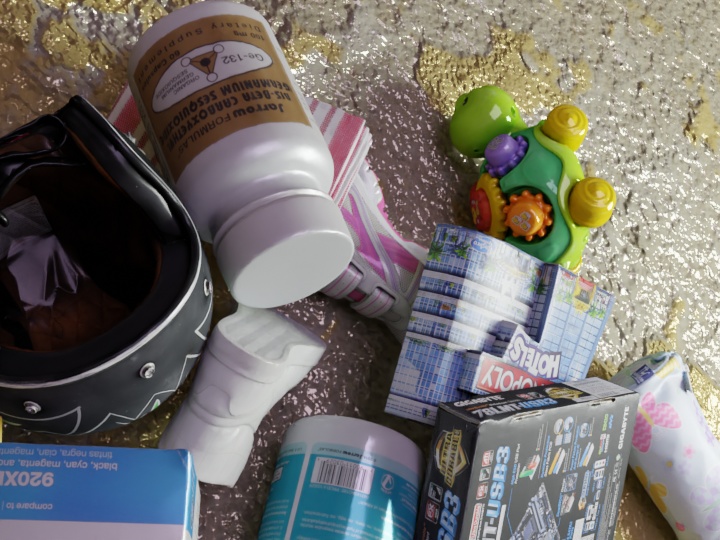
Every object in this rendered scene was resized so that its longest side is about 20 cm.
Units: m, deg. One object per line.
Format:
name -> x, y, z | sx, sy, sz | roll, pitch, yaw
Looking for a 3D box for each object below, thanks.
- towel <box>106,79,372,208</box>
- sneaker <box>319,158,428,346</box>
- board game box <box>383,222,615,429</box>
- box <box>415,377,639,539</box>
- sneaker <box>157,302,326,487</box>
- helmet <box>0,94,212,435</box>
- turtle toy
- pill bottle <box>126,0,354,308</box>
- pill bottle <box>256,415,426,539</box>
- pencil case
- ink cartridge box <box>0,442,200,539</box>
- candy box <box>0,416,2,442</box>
towel -> -0.104, -0.089, 0.856 | 0.199, 0.030, 0.147 | 21, 58, 5
sneaker -> 0.000, 0.000, 0.894 | 0.088, 0.081, 0.200 | -32, 82, -34
board game box -> 0.111, 0.088, 0.875 | 0.200, 0.062, 0.201 | 22, 80, -48
box -> 0.124, 0.189, 0.834 | 0.198, 0.050, 0.201 | -2, 104, -41
sneaker -> -0.089, 0.089, 0.787 | 0.074, 0.200, 0.116 | 30, 98, 8
helmet -> -0.188, 0.008, 0.697 | 0.200, 0.200, 0.191 | -40, 106, -35
turtle toy -> 0.144, -0.080, 0.982 | 0.101, 0.146, 0.201 | -9, 64, -11
pill bottle -> -0.082, -0.080, 0.770 | 0.114, 0.114, 0.200 | -7, 59, -33
pill bottle -> -0.023, 0.212, 0.774 | 0.111, 0.111, 0.201 | 25, 61, -21
pencil case -> 0.295, 0.172, 0.998 | 0.091, 0.083, 0.200 | -32, 91, -14
ink cartridge box -> -0.173, 0.215, 0.637 | 0.144, 0.147, 0.201 | 3, 68, -6
candy box -> -0.322, 0.097, 0.642 | 0.199, 0.102, 0.027 | 10, 68, -28
